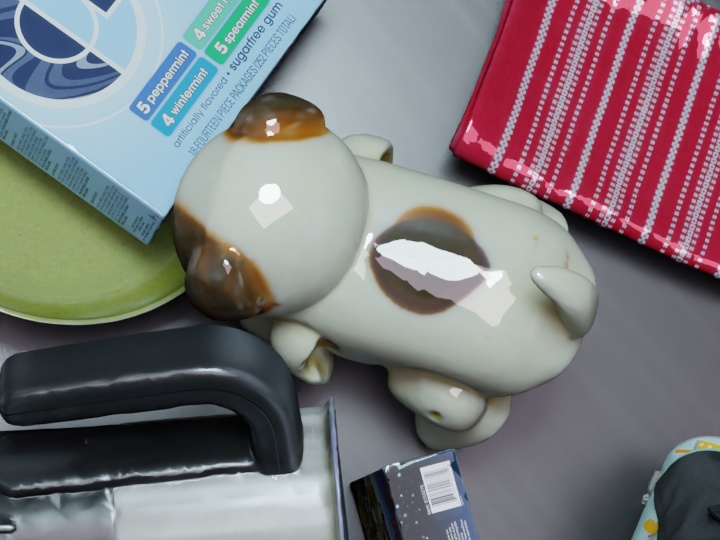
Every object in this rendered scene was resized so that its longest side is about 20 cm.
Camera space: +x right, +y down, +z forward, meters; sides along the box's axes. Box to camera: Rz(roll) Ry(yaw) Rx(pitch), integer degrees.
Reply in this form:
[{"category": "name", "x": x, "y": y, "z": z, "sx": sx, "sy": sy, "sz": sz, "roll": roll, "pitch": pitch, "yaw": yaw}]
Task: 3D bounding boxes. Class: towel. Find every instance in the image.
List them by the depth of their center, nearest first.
[{"category": "towel", "x": 0.158, "y": -0.083, "z": 1.390, "sx": 0.199, "sy": 0.022, "sz": 0.145, "roll": 24, "pitch": 70, "yaw": -2}]

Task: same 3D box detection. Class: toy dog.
[{"category": "toy dog", "x": 0.000, "y": 0.000, "z": 1.283, "sx": 0.199, "sy": 0.194, "sz": 0.140, "roll": 23, "pitch": 90, "yaw": -22}]

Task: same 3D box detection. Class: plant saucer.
[{"category": "plant saucer", "x": -0.153, "y": -0.064, "z": 1.341, "sx": 0.199, "sy": 0.031, "sz": 0.201, "roll": 6, "pitch": 70, "yaw": -16}]

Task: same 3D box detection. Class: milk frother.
[{"category": "milk frother", "x": -0.098, "y": 0.145, "z": 1.246, "sx": 0.187, "sy": 0.181, "sz": 0.201, "roll": -6, "pitch": 57, "yaw": 0}]

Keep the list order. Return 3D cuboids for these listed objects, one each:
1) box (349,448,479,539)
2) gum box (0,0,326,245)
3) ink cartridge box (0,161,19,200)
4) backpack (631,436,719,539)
[{"category": "box", "x": 0.045, "y": 0.192, "z": 1.299, "sx": 0.038, "sy": 0.137, "sz": 0.201, "roll": -14, "pitch": 84, "yaw": -9}, {"category": "gum box", "x": -0.138, "y": -0.138, "z": 1.331, "sx": 0.200, "sy": 0.045, "sz": 0.170, "roll": 35, "pitch": 63, "yaw": -3}, {"category": "ink cartridge box", "x": -0.240, "y": -0.090, "z": 1.353, "sx": 0.162, "sy": 0.057, "sz": 0.200, "roll": 42, "pitch": 85, "yaw": 0}, {"category": "backpack", "x": 0.199, "y": 0.191, "z": 1.300, "sx": 0.175, "sy": 0.153, "sz": 0.201, "roll": 14, "pitch": 119, "yaw": -5}]
